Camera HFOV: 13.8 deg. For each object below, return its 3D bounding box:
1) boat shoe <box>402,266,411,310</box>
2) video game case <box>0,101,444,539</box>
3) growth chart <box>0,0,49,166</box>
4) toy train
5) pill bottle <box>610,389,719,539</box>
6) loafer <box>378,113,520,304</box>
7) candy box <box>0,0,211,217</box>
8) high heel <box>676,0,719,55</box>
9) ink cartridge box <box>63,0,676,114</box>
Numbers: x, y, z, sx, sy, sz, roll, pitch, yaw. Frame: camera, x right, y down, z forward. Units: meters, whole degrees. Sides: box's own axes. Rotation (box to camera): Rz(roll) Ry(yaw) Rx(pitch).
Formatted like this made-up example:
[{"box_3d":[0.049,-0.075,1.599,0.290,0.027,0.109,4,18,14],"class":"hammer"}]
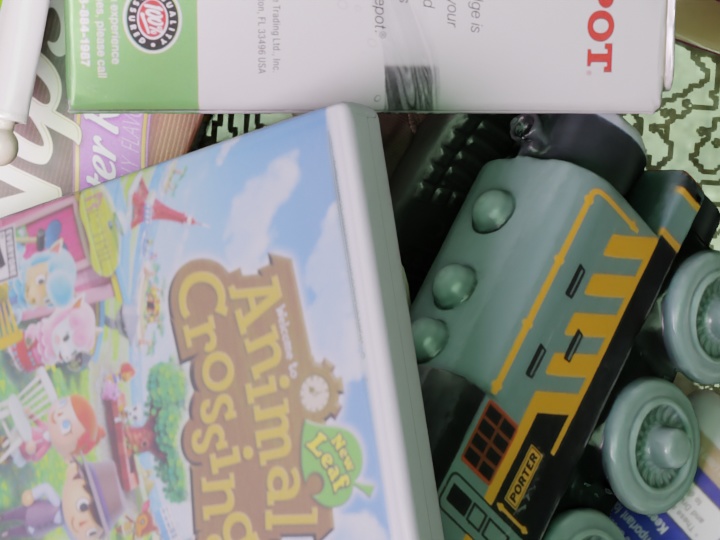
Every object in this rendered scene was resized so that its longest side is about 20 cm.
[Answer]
[{"box_3d":[-0.023,0.085,1.010,0.059,0.072,0.201,9,104,37],"class":"boat shoe"},{"box_3d":[-0.057,0.066,0.949,0.181,0.022,0.201,-17,76,33],"class":"video game case"},{"box_3d":[-0.190,-0.098,1.043,0.199,0.018,0.146,-2,82,23],"class":"growth chart"},{"box_3d":[0.057,0.038,0.992,0.114,0.085,0.201,46,63,-35],"class":"toy train"},{"box_3d":[0.090,0.150,1.050,0.200,0.120,0.120,-43,93,1],"class":"pill bottle"},{"box_3d":[0.000,0.000,1.074,0.073,0.071,0.200,32,103,-36],"class":"loafer"},{"box_3d":[-0.103,-0.086,1.064,0.116,0.056,0.201,24,91,-2],"class":"candy box"},{"box_3d":[0.090,-0.091,1.059,0.199,0.067,0.097,-14,83,-4],"class":"high heel"},{"box_3d":[0.002,-0.131,0.976,0.199,0.084,0.147,1,112,-1],"class":"ink cartridge box"}]
